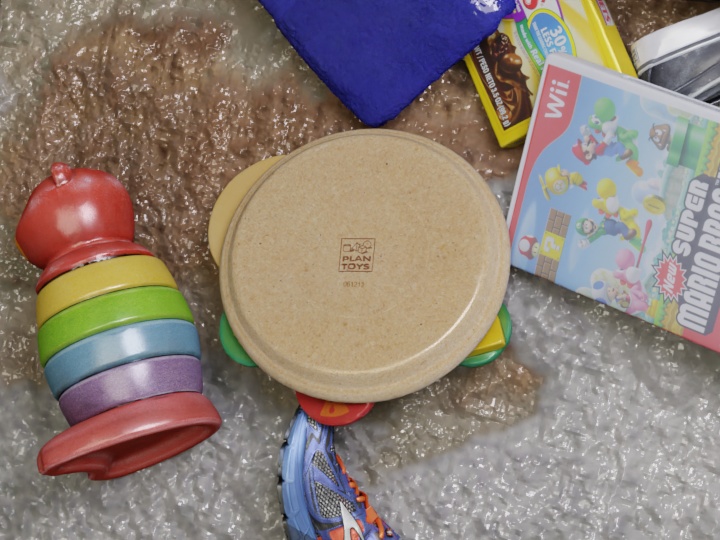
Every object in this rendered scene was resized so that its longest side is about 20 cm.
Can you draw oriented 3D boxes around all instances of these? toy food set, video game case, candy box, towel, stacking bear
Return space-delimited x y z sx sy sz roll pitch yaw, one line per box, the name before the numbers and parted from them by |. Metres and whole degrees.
toy food set | 0.000 0.000 1.254 0.200 0.049 0.198 -14 66 4
video game case | 0.186 -0.039 1.191 0.200 0.017 0.143 24 113 30
candy box | 0.099 -0.192 1.255 0.102 0.026 0.200 -26 82 29
towel | -0.006 -0.206 1.250 0.200 0.050 0.148 49 126 -4
stacking bear | -0.173 0.027 1.285 0.114 0.121 0.200 -22 75 13

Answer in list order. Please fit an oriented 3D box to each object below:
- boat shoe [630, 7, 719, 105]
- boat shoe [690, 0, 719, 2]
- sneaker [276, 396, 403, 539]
boat shoe | 0.272 -0.144 1.204 0.200 0.072 0.068 -20 79 14
boat shoe | 0.238 -0.196 1.152 0.201 0.072 0.066 9 85 15
sneaker | -0.007 0.175 1.263 0.078 0.075 0.200 -10 92 2
